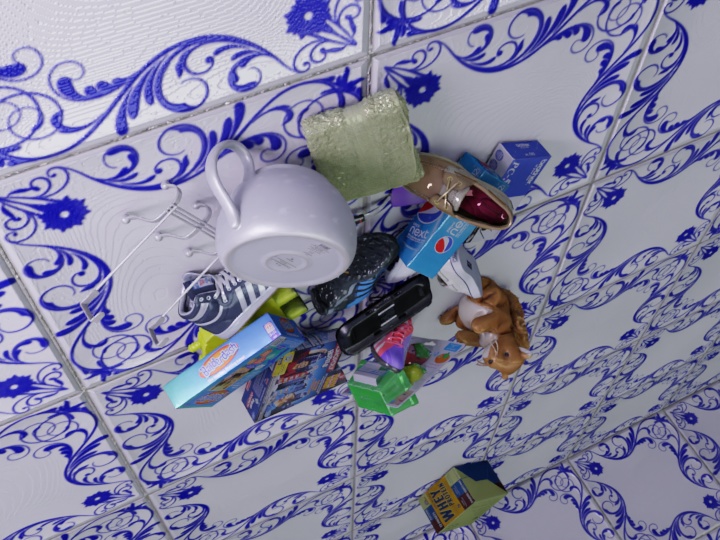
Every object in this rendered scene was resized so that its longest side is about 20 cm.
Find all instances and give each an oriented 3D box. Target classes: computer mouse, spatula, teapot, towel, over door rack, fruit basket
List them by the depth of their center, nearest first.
[{"bbox_3d":[-0.100,-0.075,1.068,0.197,0.146,0.200,1,156,-7],"label":"teapot"},{"bbox_3d":[-0.267,-0.010,1.071,0.200,0.067,0.148,-55,149,0],"label":"over door rack"},{"bbox_3d":[0.005,-0.164,1.114,0.148,0.037,0.200,-18,150,4],"label":"towel"},{"bbox_3d":[0.017,-0.093,1.268,0.200,0.021,0.057,-24,151,-12],"label":"spatula"},{"bbox_3d":[0.079,0.001,1.442,0.110,0.044,0.200,-17,147,-21],"label":"computer mouse"},{"bbox_3d":[0.077,0.187,1.575,0.200,0.185,0.094,-44,116,-26],"label":"fruit basket"}]

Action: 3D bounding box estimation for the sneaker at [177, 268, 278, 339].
[{"bbox_3d":[-0.186,0.009,1.190,0.108,0.070,0.200,28,107,-42],"label":"sneaker"}]

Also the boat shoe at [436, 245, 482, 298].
[{"bbox_3d":[0.180,0.006,1.534,0.070,0.071,0.200,-10,160,20],"label":"boat shoe"}]

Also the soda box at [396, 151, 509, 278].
[{"bbox_3d":[0.143,-0.087,1.313,0.068,0.064,0.200,23,112,-40],"label":"soda box"}]

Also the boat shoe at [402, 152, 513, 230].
[{"bbox_3d":[0.145,-0.118,1.217,0.200,0.066,0.074,20,110,-12],"label":"boat shoe"}]

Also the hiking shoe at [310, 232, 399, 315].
[{"bbox_3d":[0.000,0.000,1.356,0.200,0.074,0.087,-40,158,34],"label":"hiking shoe"}]

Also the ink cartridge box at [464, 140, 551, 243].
[{"bbox_3d":[0.233,-0.131,1.385,0.094,0.044,0.200,-9,143,-36],"label":"ink cartridge box"}]

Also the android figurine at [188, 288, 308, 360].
[{"bbox_3d":[-0.187,0.091,1.338,0.200,0.041,0.182,-31,151,-1],"label":"android figurine"}]

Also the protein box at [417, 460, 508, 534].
[{"bbox_3d":[0.343,0.758,2.724,0.198,0.135,0.200,4,134,-47],"label":"protein box"}]

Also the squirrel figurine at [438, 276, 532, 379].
[{"bbox_3d":[0.292,0.127,1.680,0.200,0.187,0.142,1,137,-43],"label":"squirrel figurine"}]

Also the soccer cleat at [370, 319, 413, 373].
[{"bbox_3d":[0.066,0.125,1.515,0.073,0.068,0.200,-53,-174,16],"label":"soccer cleat"}]

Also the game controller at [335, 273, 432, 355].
[{"bbox_3d":[0.044,0.079,1.453,0.200,0.042,0.104,-34,142,-11],"label":"game controller"}]

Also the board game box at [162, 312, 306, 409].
[{"bbox_3d":[-0.195,0.146,1.289,0.200,0.045,0.152,-36,167,3],"label":"board game box"}]

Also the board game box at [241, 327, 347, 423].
[{"bbox_3d":[-0.104,0.180,1.524,0.200,0.062,0.200,-12,141,-36],"label":"board game box"}]
